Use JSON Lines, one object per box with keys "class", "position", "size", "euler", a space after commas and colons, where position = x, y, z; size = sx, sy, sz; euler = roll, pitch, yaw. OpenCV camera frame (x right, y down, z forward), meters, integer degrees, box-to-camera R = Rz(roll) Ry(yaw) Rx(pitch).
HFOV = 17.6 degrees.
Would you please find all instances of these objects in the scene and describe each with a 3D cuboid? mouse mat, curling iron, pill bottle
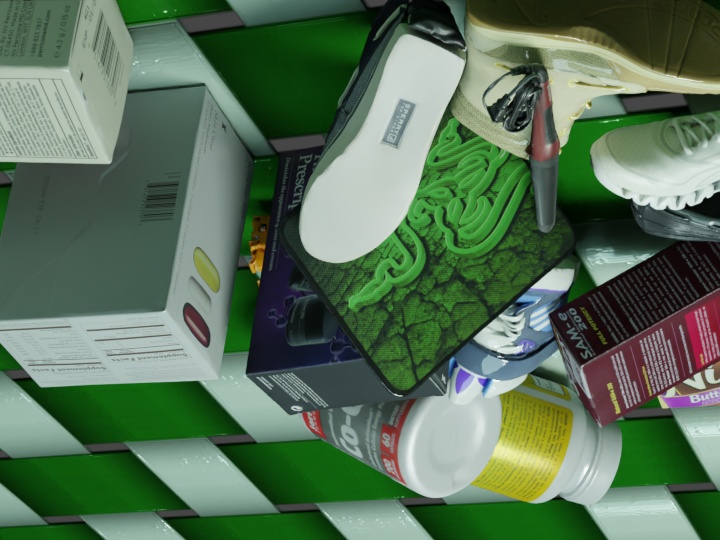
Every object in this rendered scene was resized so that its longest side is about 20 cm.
{"class": "mouse mat", "position": [0.052, -0.026, 1.705], "size": [0.161, 0.200, 0.008], "euler": [53, 158, -10]}
{"class": "curling iron", "position": [0.121, -0.085, 1.652], "size": [0.049, 0.026, 0.200], "euler": [-26, 150, -3]}
{"class": "pill bottle", "position": [0.132, 0.146, 2.116], "size": [0.199, 0.113, 0.112], "euler": [19, 149, -19]}
{"class": "pill bottle", "position": [0.015, 0.108, 2.001], "size": [0.200, 0.114, 0.114], "euler": [24, 168, 44]}

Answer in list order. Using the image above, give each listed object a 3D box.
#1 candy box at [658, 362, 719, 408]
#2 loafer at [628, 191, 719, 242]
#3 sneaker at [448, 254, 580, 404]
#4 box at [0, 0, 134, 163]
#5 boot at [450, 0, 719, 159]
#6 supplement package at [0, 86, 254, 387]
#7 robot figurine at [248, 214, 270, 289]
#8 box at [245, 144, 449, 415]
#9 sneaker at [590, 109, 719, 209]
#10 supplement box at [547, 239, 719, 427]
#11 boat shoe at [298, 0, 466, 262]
{"class": "candy box", "position": [0.341, 0.064, 1.978], "size": [0.199, 0.057, 0.117], "euler": [-5, 149, 19]}
{"class": "loafer", "position": [0.302, -0.052, 1.765], "size": [0.200, 0.068, 0.070], "euler": [4, 160, 15]}
{"class": "sneaker", "position": [0.108, 0.047, 1.845], "size": [0.080, 0.147, 0.200], "euler": [28, -171, 15]}
{"class": "box", "position": [-0.279, -0.155, 1.682], "size": [0.199, 0.109, 0.128], "euler": [2, 151, 11]}
{"class": "boot", "position": [0.165, -0.135, 1.646], "size": [0.199, 0.073, 0.156], "euler": [9, 151, 1]}
{"class": "supplement package", "position": [-0.183, -0.024, 1.797], "size": [0.155, 0.201, 0.111], "euler": [-3, 149, 19]}
{"class": "robot figurine", "position": [0.011, -0.001, 1.938], "size": [0.199, 0.058, 0.145], "euler": [4, 153, 7]}
{"class": "box", "position": [0.000, 0.000, 1.796], "size": [0.141, 0.201, 0.079], "euler": [-8, 148, 25]}
{"class": "sneaker", "position": [0.264, -0.094, 1.691], "size": [0.199, 0.075, 0.081], "euler": [-3, 144, -14]}
{"class": "supplement box", "position": [0.254, 0.032, 1.839], "size": [0.199, 0.061, 0.109], "euler": [-29, 147, -3]}
{"class": "boat shoe", "position": [0.016, -0.105, 1.644], "size": [0.074, 0.093, 0.200], "euler": [24, 116, -15]}
